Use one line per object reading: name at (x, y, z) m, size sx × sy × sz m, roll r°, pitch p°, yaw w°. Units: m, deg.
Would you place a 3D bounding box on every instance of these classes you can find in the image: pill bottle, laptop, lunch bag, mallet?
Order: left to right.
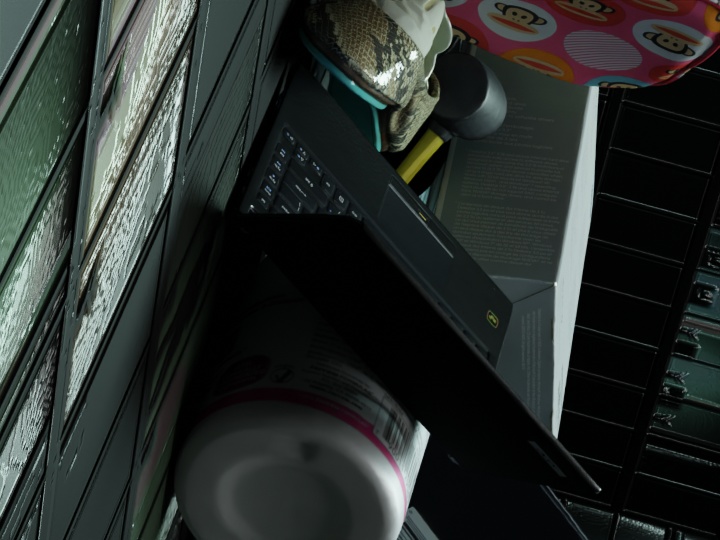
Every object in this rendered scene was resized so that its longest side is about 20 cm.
pill bottle at (-0.015, 0.053, 1.455) m, size 0.200 × 0.113 × 0.114 m, roll -70°, pitch 174°, yaw -51°
mallet at (0.007, -0.036, 1.574) m, size 0.200 × 0.041 × 0.066 m, roll -49°, pitch 165°, yaw -6°
laptop at (0.036, -0.001, 1.362) m, size 0.103 × 0.177 × 0.200 m, roll -28°, pitch -155°, yaw 31°
lunch bag at (0.094, -0.165, 1.460) m, size 0.176 × 0.199 × 0.082 m, roll 140°, pitch -31°, yaw -73°

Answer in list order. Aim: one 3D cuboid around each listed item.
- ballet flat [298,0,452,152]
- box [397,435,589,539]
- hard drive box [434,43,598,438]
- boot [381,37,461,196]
ballet flat at (0.013, -0.111, 1.463) m, size 0.075 × 0.068 × 0.200 m, roll -44°, pitch 170°, yaw -3°
box at (0.016, 0.213, 1.617) m, size 0.199 × 0.124 × 0.197 m, roll -27°, pitch 148°, yaw -19°
hard drive box at (0.088, -0.018, 1.679) m, size 0.156 × 0.076 × 0.201 m, roll 88°, pitch 12°, yaw -47°
boot at (0.022, -0.120, 1.639) m, size 0.163 × 0.073 × 0.199 m, roll -58°, pitch 162°, yaw -72°
